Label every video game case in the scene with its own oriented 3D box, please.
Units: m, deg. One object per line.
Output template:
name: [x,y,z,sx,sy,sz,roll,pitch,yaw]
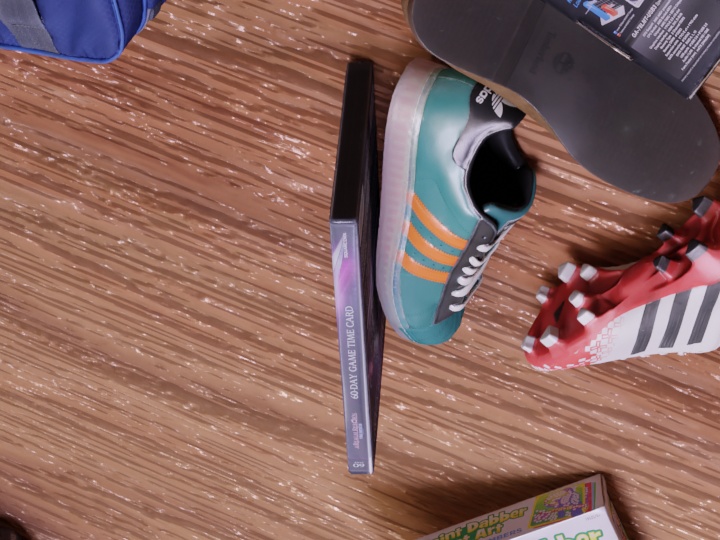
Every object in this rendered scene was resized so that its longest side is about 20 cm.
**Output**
video game case: [0.000,0.000,1.261,0.019,0.143,0.200,1,132,4]

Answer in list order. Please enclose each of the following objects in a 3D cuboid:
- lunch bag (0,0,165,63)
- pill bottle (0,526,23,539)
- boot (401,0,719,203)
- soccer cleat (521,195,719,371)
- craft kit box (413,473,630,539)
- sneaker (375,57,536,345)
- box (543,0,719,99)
lunch bag: [-0.172,-0.219,1.171,0.135,0.132,0.200,8,133,26]
pill bottle: [-0.289,0.280,1.730,0.106,0.106,0.200,-14,119,40]
boot: [0.108,-0.107,1.161,0.200,0.074,0.075,32,-176,-16]
soccer cleat: [0.170,0.023,1.230,0.085,0.069,0.200,32,143,-20]
craft kit box: [0.106,0.252,1.433,0.200,0.049,0.198,-22,113,13]
sneaker: [0.058,-0.027,1.248,0.080,0.071,0.200,19,136,21]
box: [0.133,-0.210,1.047,0.198,0.050,0.200,35,137,2]
